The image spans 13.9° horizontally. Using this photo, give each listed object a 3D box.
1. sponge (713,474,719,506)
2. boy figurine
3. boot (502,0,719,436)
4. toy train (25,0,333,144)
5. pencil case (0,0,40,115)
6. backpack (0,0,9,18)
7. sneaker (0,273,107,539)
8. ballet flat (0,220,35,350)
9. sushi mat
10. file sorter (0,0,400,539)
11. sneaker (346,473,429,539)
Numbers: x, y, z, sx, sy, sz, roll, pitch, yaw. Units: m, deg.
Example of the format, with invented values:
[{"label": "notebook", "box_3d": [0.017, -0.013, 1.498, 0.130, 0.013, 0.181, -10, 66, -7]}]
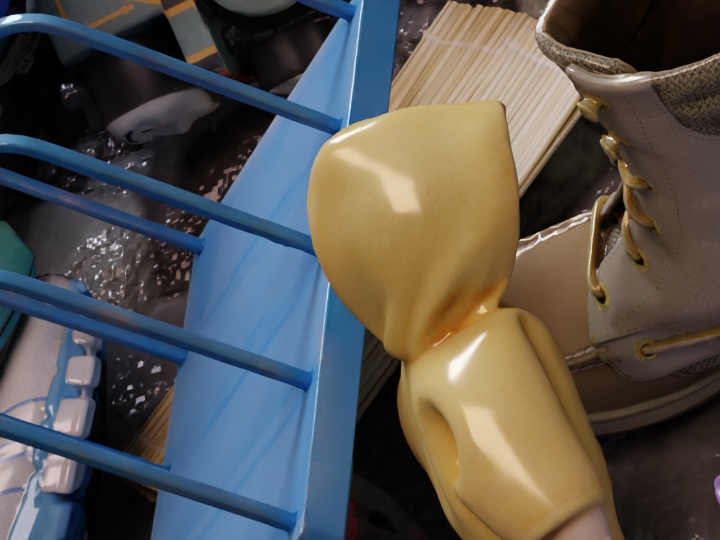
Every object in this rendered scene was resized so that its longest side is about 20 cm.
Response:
[{"label": "sponge", "box_3d": [0.198, 0.057, 0.782, 0.199, 0.030, 0.112, -31, 50, 15]}, {"label": "boy figurine", "box_3d": [0.048, 0.049, 0.789, 0.064, 0.124, 0.201, -24, 92, 2]}, {"label": "boot", "box_3d": [0.080, -0.027, 0.829, 0.199, 0.155, 0.072, -17, 53, 25]}, {"label": "toy train", "box_3d": [-0.080, -0.143, 1.017, 0.113, 0.085, 0.201, -24, 89, 12]}, {"label": "pencil case", "box_3d": [-0.108, -0.158, 1.094, 0.200, 0.089, 0.078, -49, 19, -2]}, {"label": "backpack", "box_3d": [-0.214, -0.108, 0.986, 0.199, 0.169, 0.162, 7, 30, 34]}, {"label": "sneaker", "box_3d": [-0.130, 0.088, 0.941, 0.086, 0.075, 0.201, 8, 62, 4]}, {"label": "ballet flat", "box_3d": [-0.174, 0.048, 0.922, 0.067, 0.070, 0.201, 1, 52, 50]}, {"label": "sushi mat", "box_3d": [0.000, 0.000, 0.952, 0.200, 0.012, 0.096, -54, 32, -5]}, {"label": "file sorter", "box_3d": [-0.077, 0.015, 0.855, 0.139, 0.122, 0.201, 126, 157, -47]}, {"label": "sneaker", "box_3d": [-0.018, 0.153, 0.852, 0.095, 0.079, 0.201, -27, 49, 33]}]
